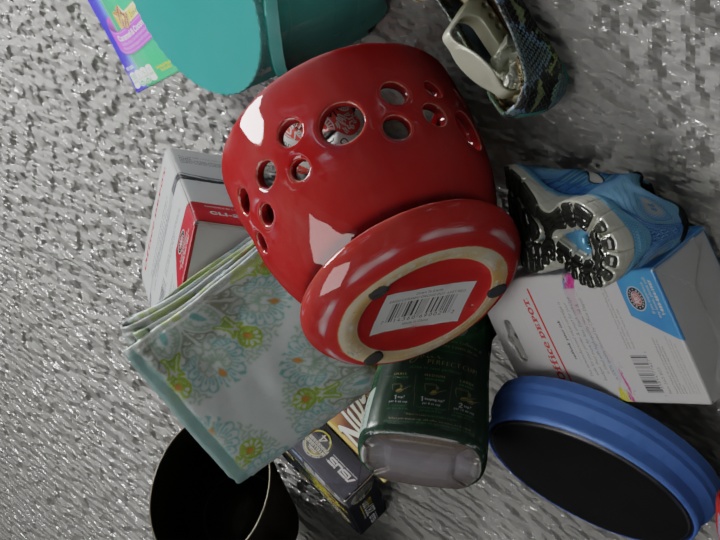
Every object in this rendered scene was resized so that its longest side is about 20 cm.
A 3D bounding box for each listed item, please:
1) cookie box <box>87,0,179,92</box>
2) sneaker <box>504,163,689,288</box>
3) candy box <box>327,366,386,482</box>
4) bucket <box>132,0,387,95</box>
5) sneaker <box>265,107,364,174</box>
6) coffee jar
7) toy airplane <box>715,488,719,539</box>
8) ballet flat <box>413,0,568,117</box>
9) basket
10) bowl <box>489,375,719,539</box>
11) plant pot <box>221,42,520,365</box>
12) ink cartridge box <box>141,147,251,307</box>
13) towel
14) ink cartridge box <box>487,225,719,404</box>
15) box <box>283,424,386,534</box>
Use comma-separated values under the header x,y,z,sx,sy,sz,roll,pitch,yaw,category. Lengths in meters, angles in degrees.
x,y,z,sx,sy,sz,roll,pitch,yaw,category
-0.194,-0.282,1.358,0.171,0.075,0.200,-11,109,58,cookie box
0.170,-0.037,1.081,0.200,0.090,0.079,-142,40,-65,sneaker
0.022,0.110,1.447,0.115,0.055,0.200,45,148,18,candy box
-0.089,-0.248,1.187,0.207,0.135,0.208,35,145,30,bucket
-0.042,-0.102,1.325,0.108,0.067,0.201,41,158,-1,sneaker
0.062,0.074,1.213,0.104,0.201,0.085,8,143,5,coffee jar
0.348,0.225,1.022,0.200,0.141,0.199,55,149,1,toy airplane
0.076,-0.197,1.072,0.200,0.074,0.074,55,149,2,ballet flat
-0.147,0.275,1.714,0.135,0.181,0.200,9,161,15,basket
0.193,0.159,1.200,0.200,0.039,0.201,27,158,12,bowl
0.015,-0.045,1.128,0.201,0.200,0.183,102,147,-51,plant pot
-0.149,-0.015,1.416,0.200,0.083,0.145,-122,42,-61,ink cartridge box
-0.098,0.079,1.332,0.200,0.171,0.048,54,-177,-28,towel
0.191,0.036,1.131,0.200,0.068,0.115,-5,116,55,ink cartridge box
-0.059,0.185,1.593,0.200,0.049,0.161,44,166,19,box
